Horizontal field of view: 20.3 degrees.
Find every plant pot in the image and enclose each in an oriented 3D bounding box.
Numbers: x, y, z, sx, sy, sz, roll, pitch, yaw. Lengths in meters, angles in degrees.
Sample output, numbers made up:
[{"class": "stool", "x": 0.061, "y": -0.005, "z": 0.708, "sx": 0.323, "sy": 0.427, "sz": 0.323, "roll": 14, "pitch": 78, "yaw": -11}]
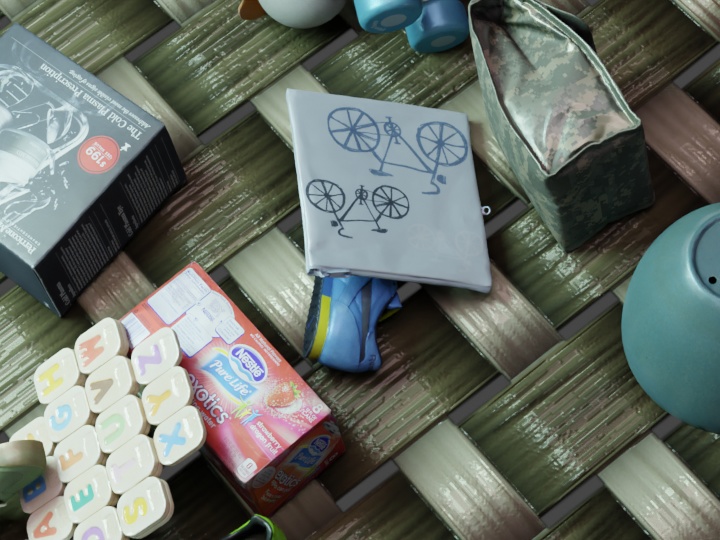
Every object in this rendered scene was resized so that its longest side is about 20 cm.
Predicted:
[{"class": "plant pot", "x": 0.320, "y": 0.021, "z": 1.704, "sx": 0.198, "sy": 0.135, "sz": 0.202, "roll": -3, "pitch": 63, "yaw": 6}]

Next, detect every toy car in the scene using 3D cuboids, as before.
[{"class": "toy car", "x": -0.025, "y": -0.285, "z": 1.923, "sx": 0.199, "sy": 0.176, "sz": 0.186, "roll": -22, "pitch": 73, "yaw": 28}]

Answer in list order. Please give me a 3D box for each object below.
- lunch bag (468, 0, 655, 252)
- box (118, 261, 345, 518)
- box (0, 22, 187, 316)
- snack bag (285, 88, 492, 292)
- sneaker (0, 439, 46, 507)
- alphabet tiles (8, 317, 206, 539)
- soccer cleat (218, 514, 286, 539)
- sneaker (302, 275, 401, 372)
[{"class": "lunch bag", "x": 0.170, "y": -0.146, "z": 1.793, "sx": 0.117, "sy": 0.164, "sz": 0.201, "roll": -29, "pitch": 63, "yaw": -2}, {"class": "box", "x": -0.114, "y": 0.104, "z": 1.742, "sx": 0.100, "sy": 0.096, "sz": 0.200, "roll": -39, "pitch": 64, "yaw": -11}, {"class": "box", "x": -0.298, "y": -0.095, "z": 1.866, "sx": 0.199, "sy": 0.104, "sz": 0.182, "roll": 34, "pitch": 73, "yaw": 22}, {"class": "snack bag", "x": 0.028, "y": -0.069, "z": 1.806, "sx": 0.187, "sy": 0.021, "sz": 0.201, "roll": 6, "pitch": 57, "yaw": -23}, {"class": "sneaker", "x": -0.340, "y": 0.216, "z": 1.710, "sx": 0.199, "sy": 0.067, "sz": 0.091, "roll": -23, "pitch": 69, "yaw": 26}, {"class": "alphabet tiles", "x": -0.217, "y": 0.142, "z": 1.688, "sx": 0.195, "sy": 0.015, "sz": 0.201, "roll": -34, "pitch": 55, "yaw": 21}, {"class": "soccer cleat", "x": -0.145, "y": 0.274, "z": 1.666, "sx": 0.200, "sy": 0.081, "sz": 0.067, "roll": -40, "pitch": 65, "yaw": -13}, {"class": "sneaker", "x": 0.000, "y": 0.000, "z": 1.806, "sx": 0.078, "sy": 0.066, "sz": 0.202, "roll": 12, "pitch": 61, "yaw": -8}]
